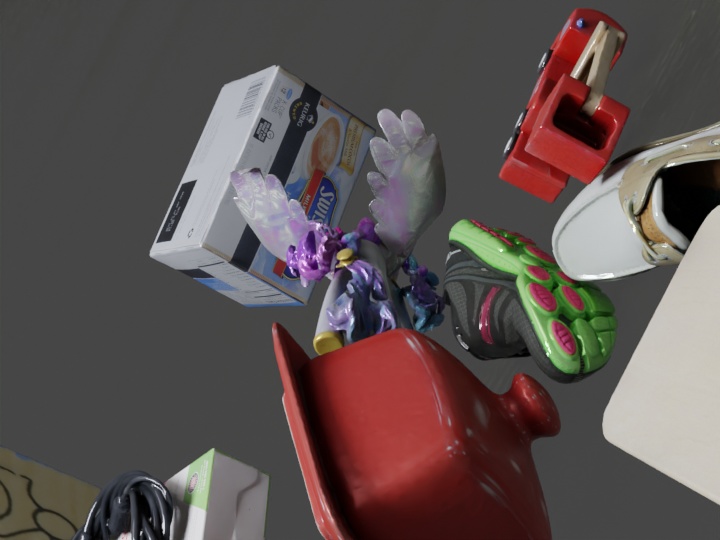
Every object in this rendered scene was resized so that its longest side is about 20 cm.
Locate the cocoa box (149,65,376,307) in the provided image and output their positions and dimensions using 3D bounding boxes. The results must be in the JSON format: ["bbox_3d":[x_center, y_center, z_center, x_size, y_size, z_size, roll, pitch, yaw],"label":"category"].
[{"bbox_3d":[-0.097,-0.078,1.204,0.133,0.131,0.202,-5,60,58],"label":"cocoa box"}]

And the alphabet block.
[{"bbox_3d":[-0.376,0.322,1.241,0.198,0.194,0.200,-58,26,9],"label":"alphabet block"}]

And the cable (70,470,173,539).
[{"bbox_3d":[-0.217,0.256,1.043,0.201,0.050,0.163,-56,24,16],"label":"cable"}]

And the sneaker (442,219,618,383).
[{"bbox_3d":[0.110,0.032,0.819,0.200,0.076,0.085,-126,51,-65],"label":"sneaker"}]

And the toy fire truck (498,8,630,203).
[{"bbox_3d":[0.149,-0.123,0.825,0.201,0.048,0.141,-65,1,-32],"label":"toy fire truck"}]

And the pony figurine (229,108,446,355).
[{"bbox_3d":[0.000,0.000,0.923,0.165,0.194,0.201,-14,42,11],"label":"pony figurine"}]

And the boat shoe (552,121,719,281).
[{"bbox_3d":[0.186,-0.041,0.716,0.199,0.075,0.068,-33,2,43],"label":"boat shoe"}]

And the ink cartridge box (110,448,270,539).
[{"bbox_3d":[-0.166,0.257,1.070,0.200,0.067,0.118,-37,36,38],"label":"ink cartridge box"}]

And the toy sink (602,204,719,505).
[{"bbox_3d":[0.226,0.068,0.519,0.131,0.112,0.200,-61,31,-2],"label":"toy sink"}]

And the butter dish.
[{"bbox_3d":[0.054,0.116,0.734,0.147,0.200,0.201,-31,33,5],"label":"butter dish"}]
